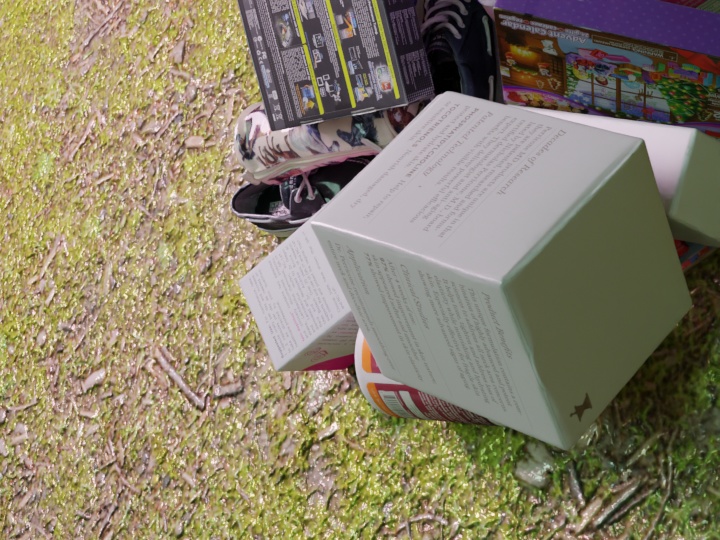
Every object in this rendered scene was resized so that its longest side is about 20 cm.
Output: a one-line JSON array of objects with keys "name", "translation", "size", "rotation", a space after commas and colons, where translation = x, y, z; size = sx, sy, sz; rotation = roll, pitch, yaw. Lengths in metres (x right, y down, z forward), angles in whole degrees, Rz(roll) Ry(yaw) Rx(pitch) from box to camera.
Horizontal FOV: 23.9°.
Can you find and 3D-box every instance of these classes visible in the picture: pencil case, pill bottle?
[{"name": "pencil case", "translation": [-0.026, -0.130, 1.550], "size": [0.199, 0.078, 0.090], "rotation": [-11, 46, 39]}, {"name": "pill bottle", "translation": [0.099, 0.073, 1.410], "size": [0.199, 0.109, 0.111], "rotation": [1, 78, 43]}]

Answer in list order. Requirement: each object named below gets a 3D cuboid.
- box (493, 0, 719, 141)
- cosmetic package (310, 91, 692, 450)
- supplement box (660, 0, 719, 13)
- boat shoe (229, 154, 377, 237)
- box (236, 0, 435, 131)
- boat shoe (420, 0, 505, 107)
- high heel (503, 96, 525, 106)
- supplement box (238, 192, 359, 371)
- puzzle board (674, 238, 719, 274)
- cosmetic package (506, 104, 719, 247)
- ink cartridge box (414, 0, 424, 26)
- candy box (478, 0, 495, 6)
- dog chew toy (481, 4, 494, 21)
[{"name": "box", "translation": [0.202, -0.155, 1.283], "size": [0.198, 0.137, 0.039], "rotation": [15, 69, 15]}, {"name": "cosmetic package", "translation": [0.106, -0.004, 1.258], "size": [0.199, 0.168, 0.166], "rotation": [20, 54, 43]}, {"name": "supplement box", "translation": [0.234, -0.259, 1.281], "size": [0.103, 0.200, 0.102], "rotation": [-31, 53, 4]}, {"name": "boat shoe", "translation": [-0.048, -0.079, 1.647], "size": [0.199, 0.067, 0.073], "rotation": [-9, 71, 45]}, {"name": "box", "translation": [-0.032, -0.229, 1.443], "size": [0.159, 0.044, 0.202], "rotation": [-8, 101, 39]}, {"name": "boat shoe", "translation": [0.083, -0.219, 1.495], "size": [0.074, 0.093, 0.202], "rotation": [-16, 85, 27]}, {"name": "high heel", "translation": [0.164, -0.176, 1.368], "size": [0.096, 0.200, 0.068], "rotation": [-36, 93, -2]}, {"name": "supplement box", "translation": [0.000, 0.000, 1.535], "size": [0.200, 0.101, 0.104], "rotation": [-40, 65, 31]}, {"name": "puzzle board", "translation": [0.233, -0.060, 1.381], "size": [0.200, 0.017, 0.152], "rotation": [-40, 52, 31]}, {"name": "cosmetic package", "translation": [0.204, -0.075, 1.331], "size": [0.199, 0.101, 0.072], "rotation": [15, 87, 48]}, {"name": "ink cartridge box", "translation": [0.007, -0.251, 1.606], "size": [0.198, 0.043, 0.200], "rotation": [10, 101, 25]}, {"name": "candy box", "translation": [0.128, -0.329, 1.304], "size": [0.071, 0.168, 0.201], "rotation": [16, 71, 38]}, {"name": "dog chew toy", "translation": [0.181, -0.291, 1.433], "size": [0.199, 0.124, 0.125], "rotation": [-32, 54, 12]}]
